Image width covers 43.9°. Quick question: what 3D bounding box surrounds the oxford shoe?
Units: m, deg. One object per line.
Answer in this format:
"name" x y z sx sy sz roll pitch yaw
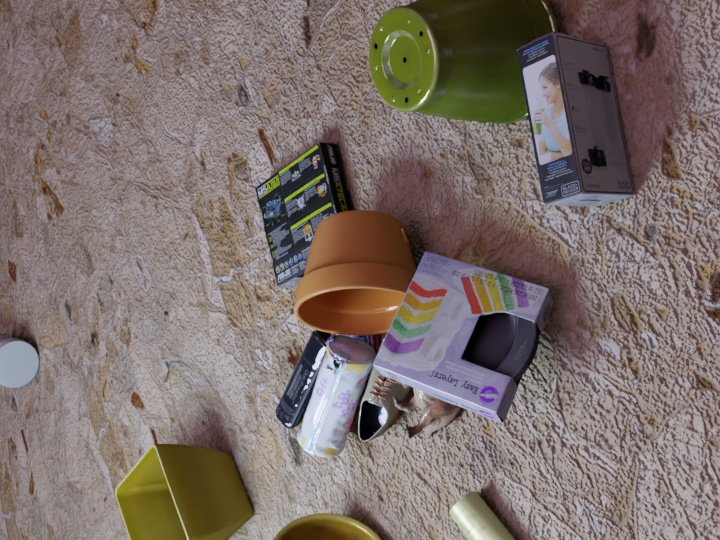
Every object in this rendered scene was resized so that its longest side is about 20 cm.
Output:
"oxford shoe" 0.044 0.175 1.367 0.071 0.074 0.201 19 111 14

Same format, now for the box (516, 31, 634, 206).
"box" 0.266 -0.183 1.104 0.060 0.116 0.201 -15 81 48

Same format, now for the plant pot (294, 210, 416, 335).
"plant pot" 0.000 0.000 1.352 0.200 0.200 0.141 -25 57 44

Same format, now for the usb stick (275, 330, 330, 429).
"usb stick" -0.097 0.191 1.563 0.055 0.033 0.201 42 120 30

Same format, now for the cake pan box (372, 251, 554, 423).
"cake pan box" 0.141 0.086 1.201 0.199 0.052 0.185 20 76 29

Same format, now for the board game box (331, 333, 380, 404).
"board game box" -0.008 0.119 1.475 0.103 0.019 0.201 -14 81 48

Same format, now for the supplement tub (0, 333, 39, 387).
"supplement tub" -0.978 0.242 2.438 0.199 0.132 0.133 4 94 47

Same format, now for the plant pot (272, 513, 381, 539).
"plant pot" -0.059 0.528 1.428 0.201 0.200 0.190 38 134 39

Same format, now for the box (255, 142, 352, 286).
"box" -0.094 -0.092 1.544 0.200 0.047 0.194 -28 68 45

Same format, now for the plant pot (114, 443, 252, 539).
"plant pot" -0.327 0.451 1.711 0.200 0.176 0.201 -48 58 37

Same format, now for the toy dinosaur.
"toy dinosaur" 0.115 0.166 1.307 0.086 0.135 0.201 -124 19 -69

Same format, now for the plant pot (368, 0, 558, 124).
"plant pot" 0.121 -0.284 1.172 0.200 0.192 0.201 20 117 46

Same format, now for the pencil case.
"pencil case" -0.040 0.203 1.432 0.083 0.091 0.201 20 116 4

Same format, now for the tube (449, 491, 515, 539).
"tube" 0.202 0.399 1.238 0.200 0.052 0.058 51 166 27
